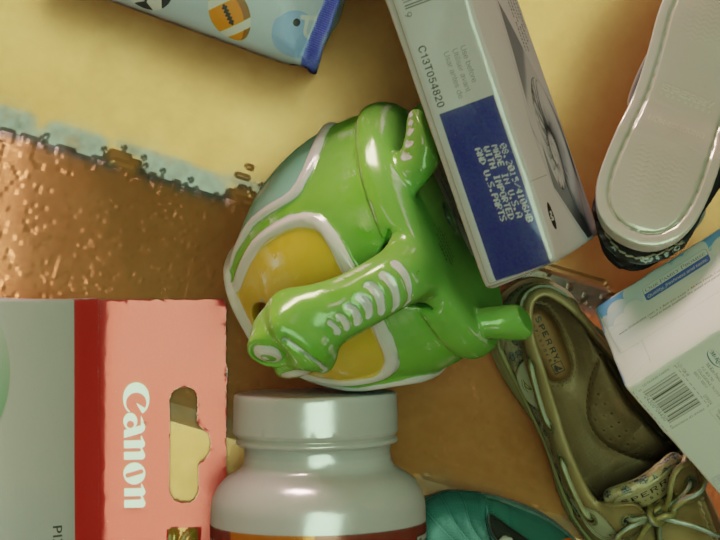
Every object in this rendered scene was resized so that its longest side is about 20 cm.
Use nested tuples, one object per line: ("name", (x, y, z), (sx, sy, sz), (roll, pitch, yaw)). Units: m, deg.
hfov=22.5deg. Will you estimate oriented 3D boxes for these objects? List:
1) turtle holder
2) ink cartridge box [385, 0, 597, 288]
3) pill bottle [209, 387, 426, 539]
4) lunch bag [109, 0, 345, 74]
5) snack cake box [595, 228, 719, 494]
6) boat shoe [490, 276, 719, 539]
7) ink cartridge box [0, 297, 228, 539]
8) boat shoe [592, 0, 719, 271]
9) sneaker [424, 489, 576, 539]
("turtle holder", (0.005, 0.005, 0.897), (0.131, 0.186, 0.141), (-24, 129, 16))
("ink cartridge box", (0.064, -0.100, 0.889), (0.040, 0.200, 0.200), (-19, 93, 15))
("pill bottle", (-0.021, 0.162, 0.922), (0.112, 0.112, 0.201), (-2, 90, -6))
("lunch bag", (-0.064, -0.220, 0.916), (0.169, 0.124, 0.201), (18, 95, -5))
("snack cake box", (0.223, 0.067, 0.913), (0.115, 0.067, 0.200), (-34, 124, 14))
("boat shoe", (0.133, 0.095, 0.964), (0.073, 0.063, 0.200), (-36, 94, -6))
("ink cartridge box", (-0.168, 0.094, 0.939), (0.199, 0.050, 0.162), (0, 90, -4))
("boat shoe", (0.174, -0.090, 0.911), (0.074, 0.060, 0.201), (23, 74, 8))
("sneaker", (0.113, 0.181, 0.951), (0.200, 0.080, 0.072), (32, 88, -5))
